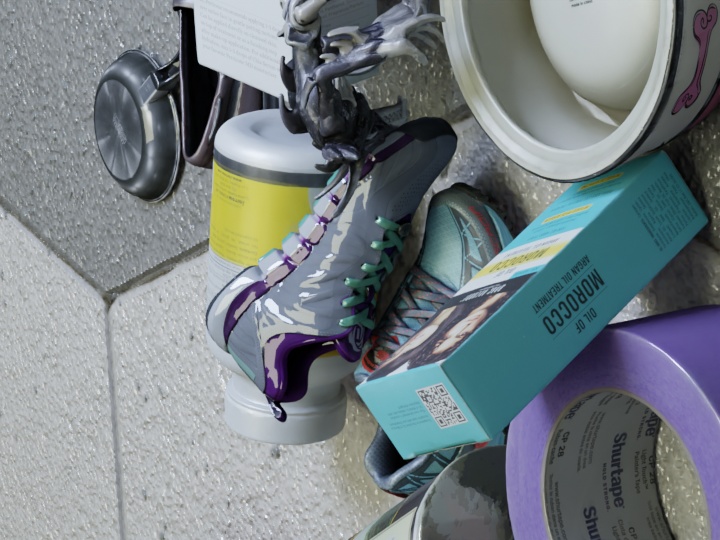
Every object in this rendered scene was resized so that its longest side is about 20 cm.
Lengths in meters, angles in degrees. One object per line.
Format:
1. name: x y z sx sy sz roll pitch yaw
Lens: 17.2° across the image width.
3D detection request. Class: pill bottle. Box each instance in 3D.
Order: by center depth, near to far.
1. pill bottle: -0.043 0.004 1.536 0.112 0.111 0.202 28 120 50

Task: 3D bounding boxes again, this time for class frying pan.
1. frying pan: -0.149 -0.111 1.742 0.190 0.031 0.116 -14 88 59

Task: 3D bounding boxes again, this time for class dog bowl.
1. dog bowl: 0.129 -0.151 1.281 0.200 0.073 0.202 19 114 53

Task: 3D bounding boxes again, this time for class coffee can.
1. coffee can: 0.049 0.208 1.420 0.200 0.146 0.147 -41 64 51

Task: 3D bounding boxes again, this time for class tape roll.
1. tape roll: 0.171 0.123 1.277 0.200 0.085 0.202 21 115 53

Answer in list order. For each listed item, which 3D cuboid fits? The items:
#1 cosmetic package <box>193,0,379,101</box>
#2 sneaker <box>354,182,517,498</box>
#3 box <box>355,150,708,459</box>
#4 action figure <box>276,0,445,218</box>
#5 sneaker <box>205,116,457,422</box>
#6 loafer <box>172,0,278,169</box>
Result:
1. cosmetic package: -0.049 -0.212 1.421 0.101 0.071 0.201 27 129 43
2. sneaker: 0.045 0.048 1.432 0.079 0.095 0.202 25 118 50
3. box: 0.093 0.017 1.263 0.049 0.200 0.082 55 147 -11
4. action figure: -0.003 -0.135 1.344 0.119 0.101 0.201 -116 15 -66
5. sneaker: 0.000 0.000 1.424 0.200 0.074 0.088 -45 66 20
6. loafer: -0.099 -0.167 1.618 0.072 0.063 0.202 0 98 55
